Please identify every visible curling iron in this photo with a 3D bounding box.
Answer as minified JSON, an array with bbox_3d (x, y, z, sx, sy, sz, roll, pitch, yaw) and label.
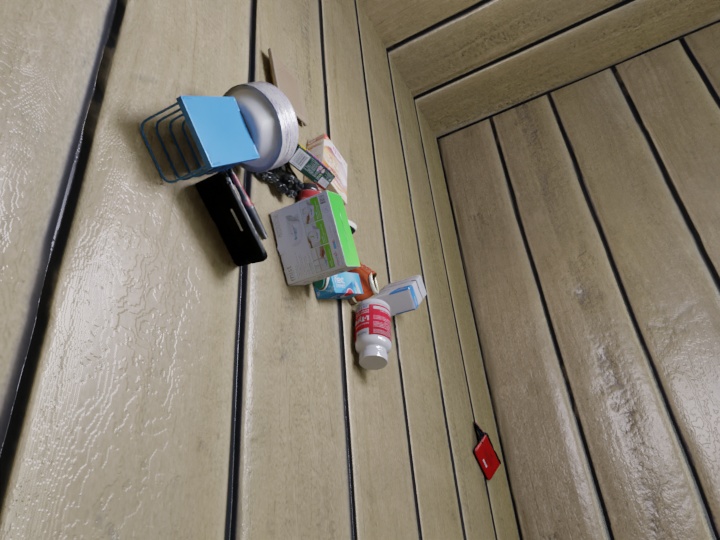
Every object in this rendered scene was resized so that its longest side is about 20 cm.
[{"bbox_3d":[-0.268,-0.164,1.286,0.050,0.025,0.200,-100,165,-66],"label":"curling iron"}]

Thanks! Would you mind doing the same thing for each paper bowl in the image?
[{"bbox_3d":[-0.250,-0.326,1.237,0.104,0.200,0.201,-33,104,-50],"label":"paper bowl"}]

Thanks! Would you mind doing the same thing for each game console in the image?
[{"bbox_3d":[-0.258,-0.123,1.173,0.116,0.176,0.200,-37,109,-38],"label":"game console"},{"bbox_3d":[0.570,0.849,2.533,0.172,0.119,0.200,-42,115,-34],"label":"game console"}]

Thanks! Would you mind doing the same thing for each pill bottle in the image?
[{"bbox_3d":[0.038,0.194,1.633,0.112,0.112,0.200,51,29,-42],"label":"pill bottle"}]

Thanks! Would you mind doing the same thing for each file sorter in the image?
[{"bbox_3d":[-0.326,-0.266,1.102,0.139,0.122,0.200,67,21,-9],"label":"file sorter"}]

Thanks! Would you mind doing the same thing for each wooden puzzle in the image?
[{"bbox_3d":[-0.237,-0.578,1.713,0.200,0.037,0.186,32,43,-65],"label":"wooden puzzle"}]

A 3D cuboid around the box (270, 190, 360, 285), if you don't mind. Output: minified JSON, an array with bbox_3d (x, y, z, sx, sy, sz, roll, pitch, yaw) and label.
[{"bbox_3d":[-0.119,-0.079,1.384,0.097,0.176,0.201,2,70,-67],"label":"box"}]

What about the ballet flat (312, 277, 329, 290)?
[{"bbox_3d":[-0.120,-0.042,1.474,0.069,0.069,0.200,7,58,-67],"label":"ballet flat"}]

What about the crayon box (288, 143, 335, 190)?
[{"bbox_3d":[-0.182,-0.322,1.481,0.173,0.058,0.200,42,6,29],"label":"crayon box"}]

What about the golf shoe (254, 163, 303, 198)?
[{"bbox_3d":[-0.237,-0.276,1.426,0.200,0.078,0.095,47,10,-45],"label":"golf shoe"}]

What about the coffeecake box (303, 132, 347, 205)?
[{"bbox_3d":[-0.110,-0.321,1.751,0.154,0.073,0.200,49,30,-43],"label":"coffeecake box"}]

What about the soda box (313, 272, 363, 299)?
[{"bbox_3d":[-0.064,0.044,1.574,0.200,0.064,0.068,7,66,-66],"label":"soda box"}]

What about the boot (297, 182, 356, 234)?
[{"bbox_3d":[-0.099,-0.189,1.605,0.200,0.072,0.145,20,47,-32],"label":"boot"}]

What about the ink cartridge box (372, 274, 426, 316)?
[{"bbox_3d":[0.144,0.093,1.932,0.084,0.144,0.200,70,21,-7],"label":"ink cartridge box"}]

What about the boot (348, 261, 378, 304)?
[{"bbox_3d":[0.000,0.000,1.713,0.075,0.107,0.201,21,52,-61],"label":"boot"}]
